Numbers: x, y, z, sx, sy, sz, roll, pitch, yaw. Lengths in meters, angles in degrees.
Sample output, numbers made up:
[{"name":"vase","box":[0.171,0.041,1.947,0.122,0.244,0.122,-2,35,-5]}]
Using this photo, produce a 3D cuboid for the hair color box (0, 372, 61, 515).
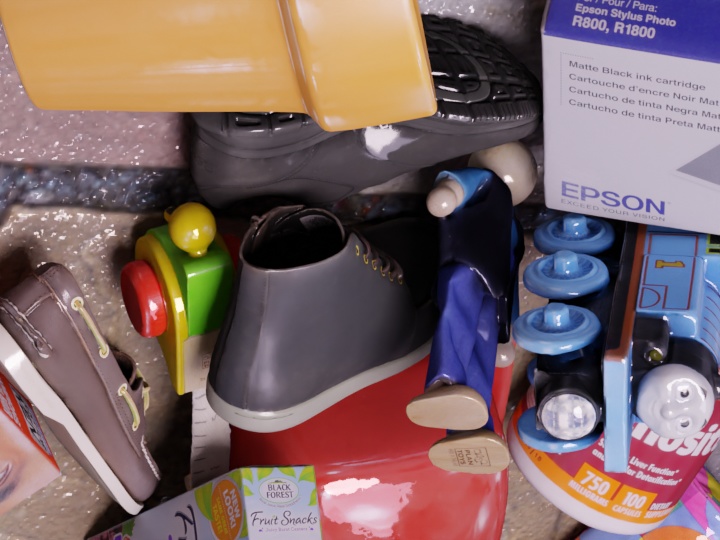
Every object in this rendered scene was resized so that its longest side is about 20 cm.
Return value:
[{"name":"hair color box","box":[-0.256,0.067,1.454,0.111,0.064,0.200,-34,137,3]}]

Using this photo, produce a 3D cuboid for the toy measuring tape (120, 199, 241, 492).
[{"name":"toy measuring tape","box":[-0.093,0.034,1.509,0.073,0.074,0.200,-14,137,-16]}]

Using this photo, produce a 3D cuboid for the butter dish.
[{"name":"butter dish","box":[0.012,0.142,1.602,0.199,0.148,0.200,-10,133,-21]}]

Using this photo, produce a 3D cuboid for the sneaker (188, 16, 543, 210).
[{"name":"sneaker","box":[0.000,-0.077,1.466,0.199,0.076,0.091,-4,141,-17]}]

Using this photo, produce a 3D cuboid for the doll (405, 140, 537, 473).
[{"name":"doll","box":[0.064,0.011,1.492,0.048,0.200,0.137,-5,141,19]}]

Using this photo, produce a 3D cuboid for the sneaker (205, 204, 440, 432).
[{"name":"sneaker","box":[0.000,0.000,1.475,0.200,0.075,0.106,-37,148,-46]}]

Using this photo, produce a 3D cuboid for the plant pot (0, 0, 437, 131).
[{"name":"plant pot","box":[-0.073,-0.153,1.279,0.183,0.201,0.201,-11,135,3]}]

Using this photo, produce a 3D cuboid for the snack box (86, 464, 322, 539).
[{"name":"snack box","box":[-0.084,0.197,1.541,0.053,0.143,0.200,0,165,-31]}]

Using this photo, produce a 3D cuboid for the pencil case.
[{"name":"pencil case","box":[0.165,0.204,1.787,0.200,0.088,0.088,-38,136,10]}]

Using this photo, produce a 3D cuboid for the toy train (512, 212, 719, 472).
[{"name":"toy train","box":[0.143,0.030,1.471,0.114,0.200,0.087,0,117,10]}]

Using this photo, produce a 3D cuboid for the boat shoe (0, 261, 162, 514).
[{"name":"boat shoe","box":[-0.146,0.066,1.507,0.060,0.072,0.200,-43,143,-9]}]

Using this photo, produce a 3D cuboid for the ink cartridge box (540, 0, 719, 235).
[{"name":"ink cartridge box","box":[0.190,-0.089,1.415,0.199,0.041,0.200,9,144,12]}]

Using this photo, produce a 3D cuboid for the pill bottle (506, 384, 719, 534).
[{"name":"pill bottle","box":[0.178,0.048,1.631,0.113,0.113,0.200,10,123,-34]}]
